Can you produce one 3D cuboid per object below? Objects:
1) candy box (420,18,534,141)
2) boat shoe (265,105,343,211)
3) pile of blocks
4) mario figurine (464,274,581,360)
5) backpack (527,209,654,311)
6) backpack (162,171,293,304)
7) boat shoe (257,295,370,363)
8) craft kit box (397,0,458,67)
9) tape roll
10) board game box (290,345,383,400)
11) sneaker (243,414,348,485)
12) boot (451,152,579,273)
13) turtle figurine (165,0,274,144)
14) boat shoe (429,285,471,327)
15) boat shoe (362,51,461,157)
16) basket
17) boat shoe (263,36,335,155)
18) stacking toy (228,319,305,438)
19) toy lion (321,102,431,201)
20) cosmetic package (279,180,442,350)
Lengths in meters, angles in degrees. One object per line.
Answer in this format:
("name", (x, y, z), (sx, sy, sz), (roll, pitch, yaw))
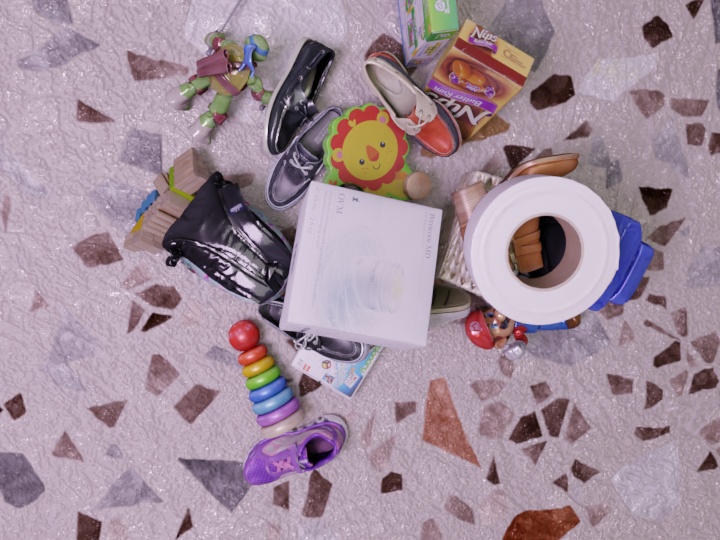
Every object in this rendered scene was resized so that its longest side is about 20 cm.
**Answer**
("candy box", (0.165, -0.285, 0.865), (0.116, 0.200, 0.057), (27, 78, -6))
("boat shoe", (-0.091, -0.186, 0.922), (0.072, 0.068, 0.200), (39, 92, -8))
("pile of blocks", (-0.314, -0.108, 0.925), (0.200, 0.082, 0.062), (-48, 141, 11))
("mario figurine", (0.277, 0.079, 0.960), (0.198, 0.124, 0.107), (-14, 110, -7))
("backpack", (0.354, -0.030, 0.913), (0.167, 0.200, 0.164), (27, 101, -13))
("backpack", (-0.193, -0.037, 0.898), (0.199, 0.127, 0.167), (37, 94, -1))
("boat shoe", (-0.080, 0.097, 0.917), (0.198, 0.068, 0.074), (30, 101, 17))
("craft kit box", (0.092, -0.436, 0.845), (0.048, 0.198, 0.202), (-8, 98, -3))
("tape roll", (0.247, -0.030, 0.770), (0.200, 0.071, 0.205), (0, 101, 2))
("board game box", (-0.018, 0.110, 0.978), (0.126, 0.035, 0.201), (32, 93, -7))
("sneaker", (-0.115, 0.321, 0.968), (0.198, 0.088, 0.081), (-23, 99, -1))
("boot", (0.248, -0.078, 0.829), (0.198, 0.074, 0.156), (-22, 94, 12))
("turtle figurine", (-0.202, -0.306, 0.897), (0.193, 0.201, 0.144), (-33, 129, 22))
("boat shoe", (0.086, 0.075, 0.922), (0.198, 0.075, 0.069), (-6, 118, 17))
("boat shoe", (0.079, -0.251, 0.859), (0.071, 0.063, 0.200), (-37, 101, 30))
("basket", (0.203, -0.059, 0.931), (0.122, 0.136, 0.202), (20, 94, -3))
("boat shoe", (-0.093, -0.273, 0.889), (0.066, 0.075, 0.201), (18, 78, 17))
("stacking toy", (-0.172, 0.181, 0.957), (0.085, 0.085, 0.202), (-25, 91, -2))
("toy lion", (0.006, -0.159, 0.909), (0.200, 0.069, 0.192), (-46, 111, -5))
("cosmetic package", (0.000, 0.000, 0.813), (0.198, 0.123, 0.202), (11, 78, -12))
